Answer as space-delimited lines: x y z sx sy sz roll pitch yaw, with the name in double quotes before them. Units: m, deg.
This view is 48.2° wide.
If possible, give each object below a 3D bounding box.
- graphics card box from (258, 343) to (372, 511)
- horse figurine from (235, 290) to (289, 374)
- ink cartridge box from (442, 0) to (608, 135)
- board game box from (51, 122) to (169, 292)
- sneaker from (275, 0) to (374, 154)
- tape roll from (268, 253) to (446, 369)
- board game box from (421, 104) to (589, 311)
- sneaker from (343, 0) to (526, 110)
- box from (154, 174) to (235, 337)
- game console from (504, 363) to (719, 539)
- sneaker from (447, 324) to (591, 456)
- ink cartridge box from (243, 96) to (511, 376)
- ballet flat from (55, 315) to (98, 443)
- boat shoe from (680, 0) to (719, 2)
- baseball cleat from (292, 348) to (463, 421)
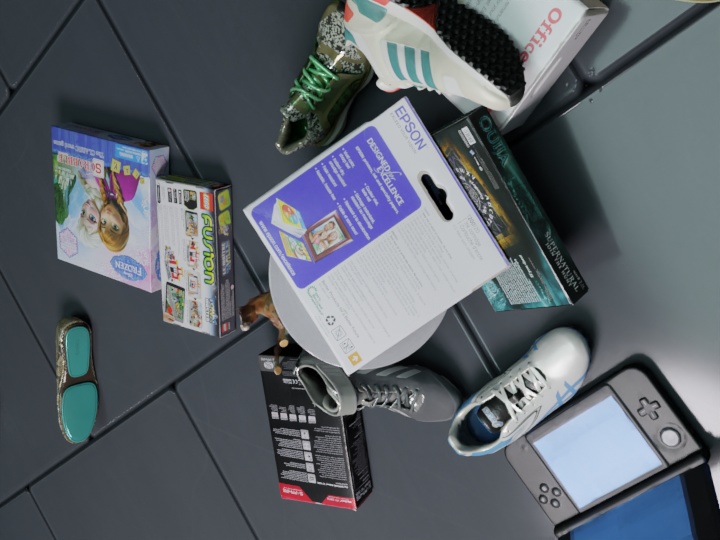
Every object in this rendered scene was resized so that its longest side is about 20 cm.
"graphics card box" -0.058 0.198 1.038 0.123 0.051 0.205 -1 104 32
"horse figurine" -0.073 0.026 0.967 0.049 0.133 0.201 30 111 -28
"ink cartridge box" 0.111 -0.251 0.771 0.200 0.085 0.148 45 125 11
"board game box" -0.356 -0.092 1.146 0.197 0.041 0.204 15 112 28
"sneaker" -0.045 -0.191 0.858 0.076 0.089 0.201 38 143 11
"tape roll" 0.000 0.000 0.868 0.195 0.066 0.206 0 94 -4
"board game box" 0.129 -0.053 0.797 0.202 0.028 0.135 59 157 -8
"sneaker" 0.062 -0.196 0.741 0.199 0.070 0.094 39 142 15
"box" -0.222 -0.020 1.086 0.108 0.035 0.205 12 111 29
"game console" 0.244 0.226 0.812 0.200 0.118 0.172 -42 81 34
"sneaker" 0.169 0.137 0.862 0.072 0.072 0.201 48 122 13
"ink cartridge box" 0.017 -0.033 0.806 0.198 0.043 0.200 -33 94 6
"ballet flat" -0.458 0.169 1.287 0.075 0.067 0.205 17 109 51
"boat shoe" 0.232 -0.284 0.687 0.198 0.076 0.073 29 116 18
"baseball cleat" 0.017 0.142 0.915 0.196 0.107 0.071 17 119 9
